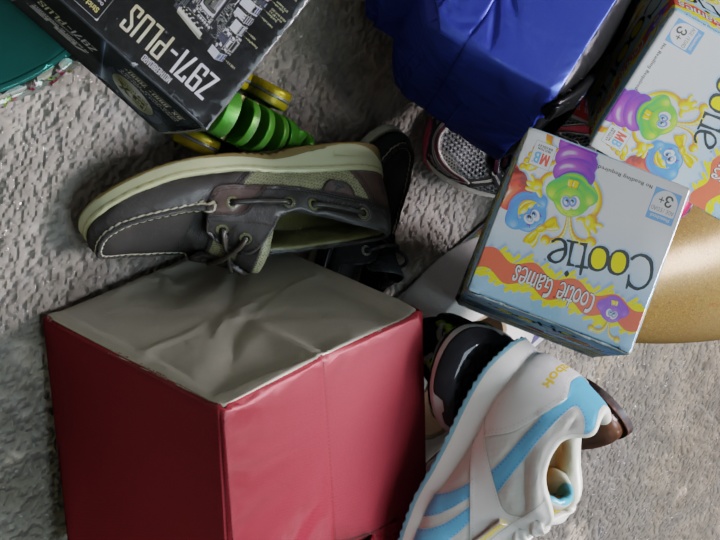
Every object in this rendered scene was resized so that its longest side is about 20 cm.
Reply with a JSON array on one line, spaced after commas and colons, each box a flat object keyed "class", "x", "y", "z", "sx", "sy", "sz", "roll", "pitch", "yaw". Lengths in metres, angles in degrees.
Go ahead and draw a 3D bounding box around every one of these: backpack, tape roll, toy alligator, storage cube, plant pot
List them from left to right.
[{"class": "storage cube", "x": -0.073, "y": 0.105, "z": 1.177, "sx": 0.170, "sy": 0.199, "sz": 0.181, "roll": -24, "pitch": 123, "yaw": -38}, {"class": "toy alligator", "x": -0.057, "y": -0.085, "z": 1.191, "sx": 0.200, "sy": 0.054, "sz": 0.060, "roll": 24, "pitch": 94, "yaw": -52}, {"class": "tape roll", "x": 0.061, "y": 0.070, "z": 1.373, "sx": 0.203, "sy": 0.037, "sz": 0.203, "roll": -42, "pitch": 152, "yaw": -29}, {"class": "backpack", "x": 0.093, "y": -0.179, "z": 1.225, "sx": 0.163, "sy": 0.167, "sz": 0.200, "roll": -52, "pitch": 175, "yaw": -11}, {"class": "plant pot", "x": 0.230, "y": -0.020, "z": 1.465, "sx": 0.199, "sy": 0.186, "sz": 0.188, "roll": -16, "pitch": 123, "yaw": -39}]

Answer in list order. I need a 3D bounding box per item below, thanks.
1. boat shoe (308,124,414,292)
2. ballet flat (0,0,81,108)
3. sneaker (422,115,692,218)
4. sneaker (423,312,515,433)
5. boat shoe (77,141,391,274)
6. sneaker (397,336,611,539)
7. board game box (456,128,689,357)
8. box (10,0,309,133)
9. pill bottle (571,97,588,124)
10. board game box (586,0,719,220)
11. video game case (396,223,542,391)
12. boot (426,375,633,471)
[{"class": "boat shoe", "x": -0.001, "y": 0.000, "z": 1.296, "sx": 0.074, "sy": 0.066, "sz": 0.200, "roll": 28, "pitch": 91, "yaw": -54}, {"class": "ballet flat", "x": -0.156, "y": -0.154, "z": 1.031, "sx": 0.200, "sy": 0.076, "sz": 0.064, "roll": -46, "pitch": 174, "yaw": -12}, {"class": "sneaker", "x": 0.143, "y": -0.080, "z": 1.338, "sx": 0.075, "sy": 0.198, "sz": 0.081, "roll": -87, "pitch": -173, "yaw": -78}, {"class": "sneaker", "x": 0.060, "y": 0.065, "z": 1.226, "sx": 0.072, "sy": 0.083, "sz": 0.200, "roll": -56, "pitch": 162, "yaw": -3}, {"class": "boat shoe", "x": -0.070, "y": -0.031, "z": 1.153, "sx": 0.200, "sy": 0.066, "sz": 0.072, "roll": -12, "pitch": 157, "yaw": -24}, {"class": "sneaker", "x": 0.084, "y": 0.144, "z": 1.157, "sx": 0.076, "sy": 0.081, "sz": 0.201, "roll": -23, "pitch": 141, "yaw": -55}, {"class": "board game box", "x": 0.128, "y": -0.012, "z": 1.179, "sx": 0.200, "sy": 0.104, "sz": 0.104, "roll": 72, "pitch": 39, "yaw": -87}, {"class": "box", "x": -0.114, "y": -0.195, "z": 0.961, "sx": 0.200, "sy": 0.086, "sz": 0.164, "roll": 41, "pitch": 78, "yaw": -19}, {"class": "pill bottle", "x": 0.215, "y": -0.193, "z": 1.393, "sx": 0.112, "sy": 0.112, "sz": 0.201, "roll": -15, "pitch": 122, "yaw": -43}, {"class": "board game box", "x": 0.218, "y": -0.132, "z": 1.248, "sx": 0.105, "sy": 0.103, "sz": 0.200, "roll": -59, "pitch": -173, "yaw": 22}, {"class": "video game case", "x": 0.092, "y": 0.035, "z": 1.467, "sx": 0.200, "sy": 0.018, "sz": 0.144, "roll": -40, "pitch": 137, "yaw": -26}, {"class": "boot", "x": 0.081, "y": 0.161, "z": 1.312, "sx": 0.200, "sy": 0.186, "sz": 0.064, "roll": -45, "pitch": 102, "yaw": -22}]
